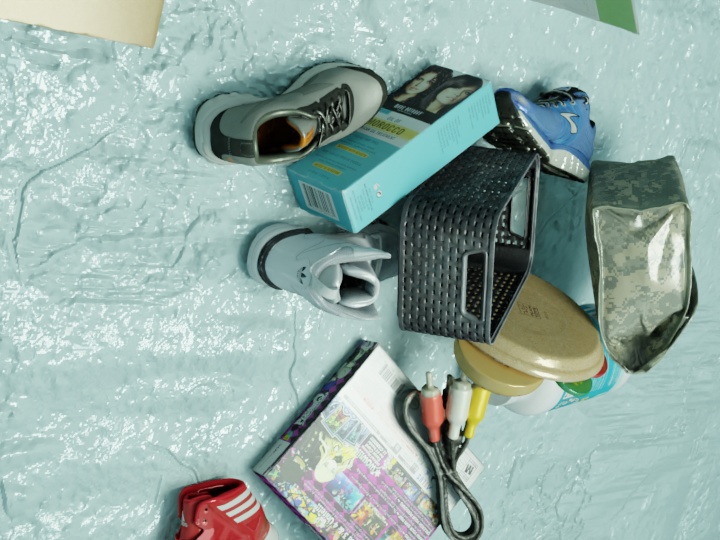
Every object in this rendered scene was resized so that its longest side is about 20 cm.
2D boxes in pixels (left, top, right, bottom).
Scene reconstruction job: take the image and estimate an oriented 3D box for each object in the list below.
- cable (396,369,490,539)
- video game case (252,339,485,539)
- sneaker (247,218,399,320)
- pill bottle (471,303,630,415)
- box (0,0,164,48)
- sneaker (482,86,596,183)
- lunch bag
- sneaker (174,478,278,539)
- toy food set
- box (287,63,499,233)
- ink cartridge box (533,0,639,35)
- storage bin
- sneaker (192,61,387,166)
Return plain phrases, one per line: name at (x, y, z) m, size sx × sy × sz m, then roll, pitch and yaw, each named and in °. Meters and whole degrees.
cable at (0.089, 0.193, 1.317) m, size 0.097 × 0.050 × 0.201 m, roll -5°, pitch 97°, yaw -18°
video game case at (0.013, 0.205, 1.326) m, size 0.181 × 0.036 × 0.200 m, roll -49°, pitch 114°, yaw -17°
sneaker at (0.000, 0.000, 1.204) m, size 0.199 × 0.115 × 0.076 m, roll -3°, pitch 111°, yaw -44°
pill bottle at (0.218, 0.104, 1.475) m, size 0.199 × 0.111 × 0.111 m, roll -9°, pitch 115°, yaw -42°
box at (-0.201, -0.275, 0.941) m, size 0.163 × 0.021 × 0.201 m, roll 2°, pitch 108°, yaw -46°
sneaker at (0.193, -0.161, 1.360) m, size 0.200 × 0.078 × 0.090 m, roll 20°, pitch 87°, yaw -56°
lunch bag at (0.307, -0.005, 1.399) m, size 0.164 × 0.117 × 0.201 m, roll -67°, pitch 153°, yaw -66°
sneaker at (-0.171, 0.275, 1.211) m, size 0.200 × 0.078 × 0.116 m, roll -47°, pitch 128°, yaw -35°
toy food set at (0.169, 0.061, 1.347) m, size 0.197 × 0.200 × 0.049 m, roll 7°, pitch 122°, yaw -28°
box at (0.033, -0.118, 1.205) m, size 0.200 × 0.082 × 0.049 m, roll -39°, pitch 131°, yaw -26°
ink cartridge box at (0.183, -0.309, 1.175) m, size 0.048 × 0.200 × 0.146 m, roll -40°, pitch 132°, yaw -21°
storage bin at (0.108, -0.031, 1.253) m, size 0.200 × 0.093 × 0.136 m, roll -53°, pitch 147°, yaw -59°
sneaker at (-0.048, -0.130, 1.122) m, size 0.200 × 0.079 × 0.074 m, roll -24°, pitch 123°, yaw -37°
